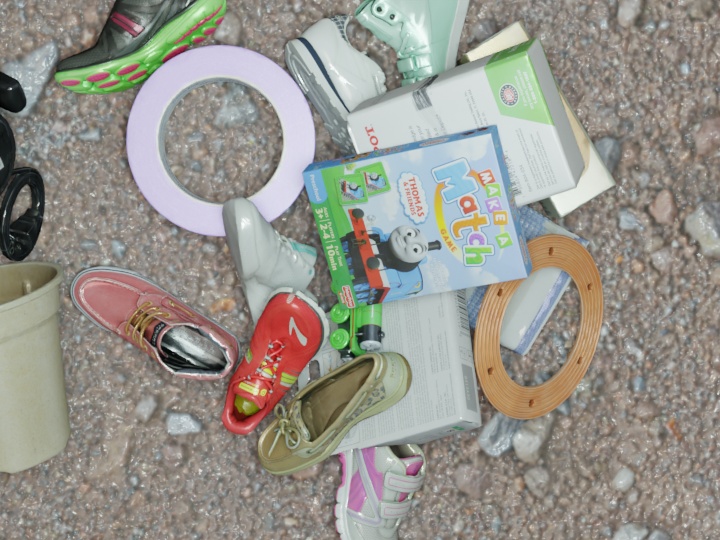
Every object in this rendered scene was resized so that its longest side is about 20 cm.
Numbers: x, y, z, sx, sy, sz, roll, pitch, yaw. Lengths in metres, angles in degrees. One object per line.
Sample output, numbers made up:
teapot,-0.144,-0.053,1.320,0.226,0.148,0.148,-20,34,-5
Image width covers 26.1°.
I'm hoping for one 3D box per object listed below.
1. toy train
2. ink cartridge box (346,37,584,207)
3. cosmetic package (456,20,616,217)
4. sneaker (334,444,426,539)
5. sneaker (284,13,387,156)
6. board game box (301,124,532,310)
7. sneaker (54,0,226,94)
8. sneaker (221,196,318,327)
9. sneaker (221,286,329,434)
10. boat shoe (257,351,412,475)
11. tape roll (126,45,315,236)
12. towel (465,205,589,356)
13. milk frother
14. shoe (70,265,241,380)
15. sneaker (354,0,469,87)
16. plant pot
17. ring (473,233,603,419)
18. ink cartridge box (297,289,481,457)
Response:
toy train,0.000,0.000,1.644,0.056,0.042,0.201,-10,65,22
ink cartridge box,0.107,-0.129,1.569,0.199,0.084,0.146,-17,104,20
cosmetic package,0.184,-0.159,1.650,0.071,0.105,0.201,-31,92,1
sneaker,0.025,0.227,1.664,0.088,0.081,0.201,-4,95,30
sneaker,0.001,-0.177,1.663,0.080,0.076,0.201,-34,100,-20
board game box,0.056,-0.050,1.546,0.199,0.037,0.152,-11,106,19
sneaker,-0.239,-0.255,1.655,0.199,0.077,0.084,-31,76,-2
sneaker,-0.089,-0.015,1.626,0.088,0.200,0.075,-18,54,-6
sneaker,-0.093,0.102,1.620,0.077,0.085,0.200,28,131,2
boat shoe,-0.040,0.142,1.607,0.200,0.063,0.073,-39,58,20
tape roll,-0.147,-0.138,1.661,0.199,0.066,0.201,0,94,-1
towel,0.133,-0.014,1.682,0.199,0.024,0.147,30,89,-11
milk frother,-0.440,-0.111,1.626,0.188,0.180,0.201,23,126,31
shoe,-0.220,0.055,1.656,0.199,0.091,0.072,27,92,-3
sneaker,0.040,-0.225,1.643,0.118,0.074,0.202,11,87,-19
plant pot,-0.387,0.108,1.618,0.199,0.201,0.184,-11,105,-1
ring,0.188,0.059,1.651,0.200,0.019,0.201,-13,110,-39
ink cartridge box,0.026,0.108,1.640,0.199,0.050,0.162,-20,64,32
